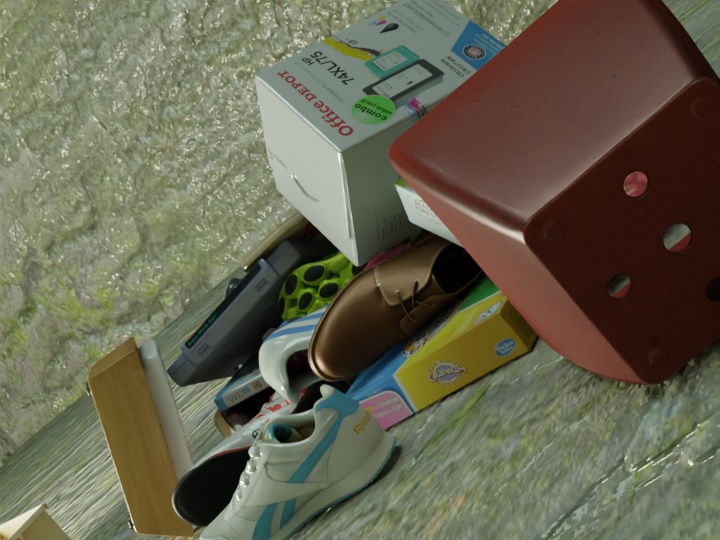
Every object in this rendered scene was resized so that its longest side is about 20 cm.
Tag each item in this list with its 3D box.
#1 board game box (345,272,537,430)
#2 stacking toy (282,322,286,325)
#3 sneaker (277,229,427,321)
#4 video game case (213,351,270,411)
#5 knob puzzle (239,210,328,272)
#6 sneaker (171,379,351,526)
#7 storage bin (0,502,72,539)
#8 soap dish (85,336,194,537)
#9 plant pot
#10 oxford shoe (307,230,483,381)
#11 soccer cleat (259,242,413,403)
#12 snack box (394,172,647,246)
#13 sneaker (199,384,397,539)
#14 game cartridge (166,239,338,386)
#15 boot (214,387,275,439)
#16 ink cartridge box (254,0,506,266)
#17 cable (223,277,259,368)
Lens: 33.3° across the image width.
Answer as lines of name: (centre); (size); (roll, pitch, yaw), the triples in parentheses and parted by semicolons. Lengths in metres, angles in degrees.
board game box: (0.084, 0.054, 1.046); (0.200, 0.040, 0.153); (-35, 11, 37)
stacking toy: (-0.089, 0.103, 1.450); (0.200, 0.085, 0.085); (-51, 12, -29)
sneaker: (0.000, 0.000, 1.225); (0.200, 0.074, 0.084); (-39, -18, 21)
video game case: (-0.050, 0.074, 1.266); (0.200, 0.018, 0.143); (-29, 8, 17)
knob puzzle: (-0.045, -0.058, 1.279); (0.219, 0.030, 0.220); (-31, -9, -6)
sneaker: (-0.090, 0.167, 1.167); (0.201, 0.067, 0.108); (-37, 8, 1)
storage bin: (-0.465, 0.408, 1.506); (0.200, 0.094, 0.199); (-30, 14, 51)
soap dish: (-0.227, 0.175, 1.274); (0.081, 0.200, 0.157); (-17, 6, -10)
plant pot: (0.165, -0.045, 0.749); (0.200, 0.200, 0.176); (-40, 21, 7)
oxford shoe: (0.037, 0.023, 1.049); (0.200, 0.071, 0.071); (-41, 14, -10)
soccer cleat: (0.000, 0.053, 1.107); (0.200, 0.070, 0.086); (-34, 36, 0)
snack box: (0.147, -0.068, 0.995); (0.142, 0.053, 0.200); (-43, 45, -19)
sneaker: (-0.066, 0.170, 0.995); (0.200, 0.081, 0.077); (-39, 10, 21)
game cartridge: (-0.113, 0.043, 1.297); (0.200, 0.038, 0.130); (-47, -19, 15)
boot: (-0.072, 0.120, 1.291); (0.166, 0.072, 0.200); (-43, 5, 4)
ink cartridge box: (0.029, -0.135, 1.127); (0.200, 0.147, 0.146); (-31, -39, -20)
cable: (-0.143, 0.095, 1.472); (0.050, 0.200, 0.097); (11, 55, 31)
